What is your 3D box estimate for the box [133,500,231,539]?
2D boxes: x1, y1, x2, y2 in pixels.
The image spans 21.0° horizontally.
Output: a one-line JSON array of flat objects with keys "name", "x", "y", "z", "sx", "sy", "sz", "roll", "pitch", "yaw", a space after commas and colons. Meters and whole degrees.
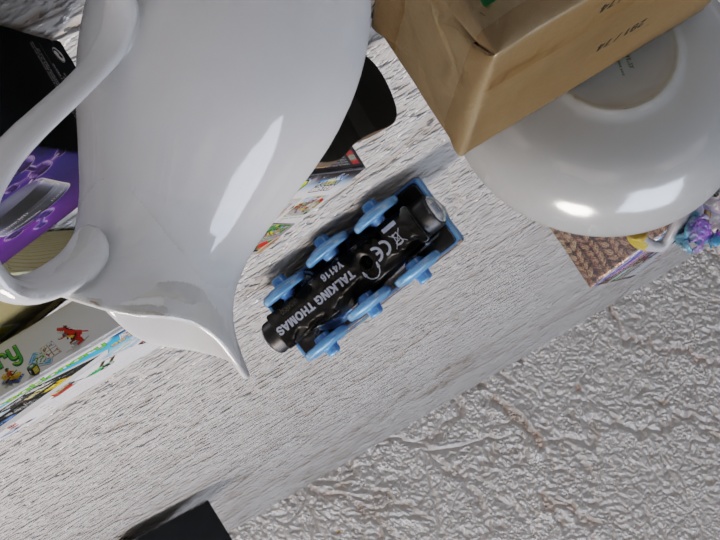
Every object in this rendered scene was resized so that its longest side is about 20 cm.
[{"name": "box", "x": -0.282, "y": 0.409, "z": 2.642, "sx": 0.141, "sy": 0.079, "sz": 0.200, "roll": -28, "pitch": 169, "yaw": -42}]

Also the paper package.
[{"name": "paper package", "x": 0.118, "y": -0.180, "z": 1.115, "sx": 0.199, "sy": 0.104, "sz": 0.191, "roll": -31, "pitch": 169, "yaw": -11}]

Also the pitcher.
[{"name": "pitcher", "x": -0.081, "y": -0.070, "z": 0.805, "sx": 0.171, "sy": 0.121, "sz": 0.201, "roll": 20, "pitch": 87, "yaw": -57}]

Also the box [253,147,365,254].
[{"name": "box", "x": -0.086, "y": -0.046, "z": 1.301, "sx": 0.110, "sy": 0.035, "sz": 0.200, "roll": -38, "pitch": 169, "yaw": 24}]

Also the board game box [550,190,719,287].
[{"name": "board game box", "x": 0.340, "y": -0.068, "z": 2.352, "sx": 0.159, "sy": 0.097, "sz": 0.200, "roll": -37, "pitch": 169, "yaw": 20}]

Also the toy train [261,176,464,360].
[{"name": "toy train", "x": 0.000, "y": 0.000, "z": 1.669, "sx": 0.200, "sy": 0.087, "sz": 0.114, "roll": -39, "pitch": 178, "yaw": 19}]

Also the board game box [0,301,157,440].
[{"name": "board game box", "x": -0.203, "y": 0.062, "z": 1.267, "sx": 0.199, "sy": 0.035, "sz": 0.126, "roll": -31, "pitch": 171, "yaw": -2}]

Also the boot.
[{"name": "boot", "x": -0.049, "y": -0.084, "z": 1.156, "sx": 0.075, "sy": 0.074, "sz": 0.200, "roll": -27, "pitch": 176, "yaw": 25}]

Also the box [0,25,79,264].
[{"name": "box", "x": -0.221, "y": -0.024, "z": 0.867, "sx": 0.200, "sy": 0.079, "sz": 0.141, "roll": -36, "pitch": 167, "yaw": 14}]

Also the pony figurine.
[{"name": "pony figurine", "x": 0.376, "y": -0.099, "z": 2.153, "sx": 0.199, "sy": 0.167, "sz": 0.194, "roll": 3, "pitch": 126, "yaw": -27}]

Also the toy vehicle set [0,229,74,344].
[{"name": "toy vehicle set", "x": -0.260, "y": 0.043, "z": 1.201, "sx": 0.200, "sy": 0.027, "sz": 0.124, "roll": -37, "pitch": 169, "yaw": 19}]

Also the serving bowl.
[{"name": "serving bowl", "x": 0.155, "y": -0.126, "z": 1.234, "sx": 0.199, "sy": 0.201, "sz": 0.066, "roll": -31, "pitch": 162, "yaw": -11}]
